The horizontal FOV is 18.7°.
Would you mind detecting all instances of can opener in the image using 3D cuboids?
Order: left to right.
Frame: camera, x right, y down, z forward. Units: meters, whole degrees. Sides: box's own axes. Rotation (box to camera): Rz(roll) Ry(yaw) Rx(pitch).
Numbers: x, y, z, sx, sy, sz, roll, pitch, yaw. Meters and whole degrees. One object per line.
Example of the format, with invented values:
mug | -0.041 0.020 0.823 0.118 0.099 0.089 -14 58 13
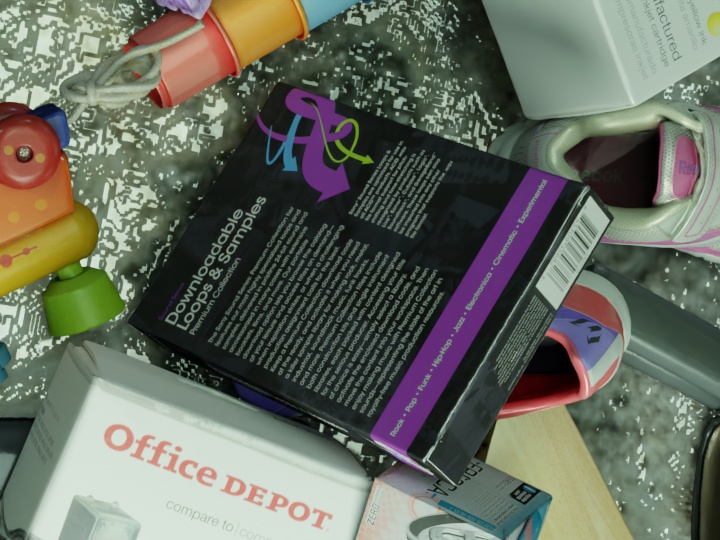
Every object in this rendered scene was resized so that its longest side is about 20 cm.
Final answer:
can opener | 0.112 0.027 1.102 0.200 0.053 0.067 23 80 -15

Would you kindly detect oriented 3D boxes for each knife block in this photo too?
knife block | 0.117 0.161 1.089 0.175 0.064 0.200 18 82 -14

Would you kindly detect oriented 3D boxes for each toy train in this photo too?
toy train | -0.140 -0.023 1.017 0.200 0.085 0.116 -25 104 -9

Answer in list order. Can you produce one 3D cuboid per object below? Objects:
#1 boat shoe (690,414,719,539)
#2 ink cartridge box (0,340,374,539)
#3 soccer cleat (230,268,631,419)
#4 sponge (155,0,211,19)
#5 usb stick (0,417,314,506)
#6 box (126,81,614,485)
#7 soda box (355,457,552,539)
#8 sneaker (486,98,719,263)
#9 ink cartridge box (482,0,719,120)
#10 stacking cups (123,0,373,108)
boat shoe | 0.187 0.156 1.072 0.060 0.074 0.200 27 52 -12
ink cartridge box | -0.100 0.152 0.996 0.145 0.085 0.200 22 92 -18
soccer cleat | 0.025 0.042 1.024 0.200 0.073 0.068 -7 111 18
sponge | -0.055 -0.229 1.032 0.030 0.112 0.200 19 66 28
usb stick | -0.115 0.098 1.044 0.200 0.033 0.056 2 87 -15
box | 0.000 0.000 1.010 0.143 0.200 0.036 -58 140 -11
soda box | 0.021 0.183 1.006 0.068 0.064 0.200 24 113 19
sneaker | 0.165 -0.043 1.090 0.200 0.088 0.082 -2 87 -7
ink cartridge box | 0.150 -0.181 1.074 0.200 0.083 0.145 -31 105 -31
stacking cups | -0.025 -0.148 1.077 0.200 0.061 0.061 -30 95 -10
